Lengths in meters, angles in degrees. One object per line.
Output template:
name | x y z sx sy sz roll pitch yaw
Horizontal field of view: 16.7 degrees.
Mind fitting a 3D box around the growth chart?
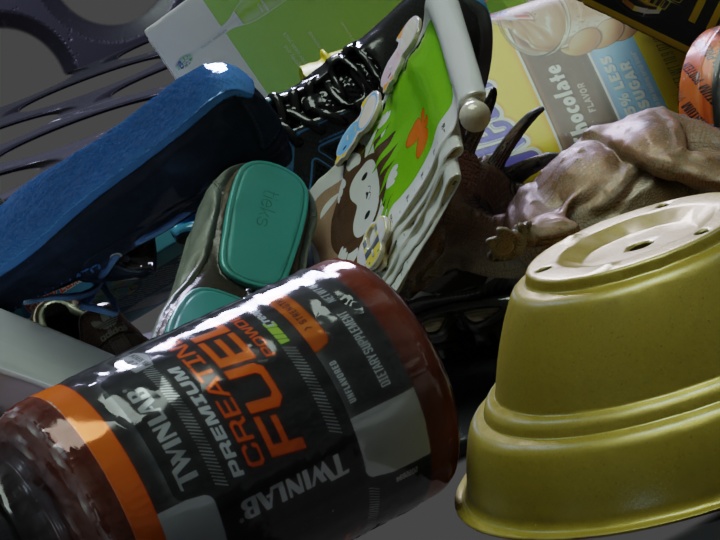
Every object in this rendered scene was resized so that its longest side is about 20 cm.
growth chart | 0.005 -0.030 1.119 0.018 0.200 0.145 18 23 -22

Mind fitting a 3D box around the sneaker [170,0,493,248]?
sneaker | -0.014 -0.068 1.222 0.082 0.073 0.200 19 -60 -46

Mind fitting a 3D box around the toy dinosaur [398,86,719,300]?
toy dinosaur | 0.106 -0.035 1.092 0.200 0.086 0.136 -16 36 -3

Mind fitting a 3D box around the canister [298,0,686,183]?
canister | 0.082 -0.076 1.328 0.200 0.087 0.149 -18 52 -5

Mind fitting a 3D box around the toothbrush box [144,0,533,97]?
toothbrush box | -0.002 -0.142 1.451 0.200 0.146 0.086 -35 4 13

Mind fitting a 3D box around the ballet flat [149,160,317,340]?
ballet flat | -0.059 0.026 1.095 0.200 0.067 0.064 -76 12 -54

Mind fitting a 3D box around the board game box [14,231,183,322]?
board game box | -0.133 -0.009 1.391 0.200 0.047 0.151 -30 -7 25

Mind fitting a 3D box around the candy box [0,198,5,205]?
candy box | -0.273 0.045 1.301 0.136 0.061 0.200 -12 42 50

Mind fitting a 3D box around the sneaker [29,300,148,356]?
sneaker | -0.153 0.046 1.298 0.070 0.076 0.200 -26 14 -27

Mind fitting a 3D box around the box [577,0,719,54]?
box | 0.222 -0.132 1.273 0.200 0.049 0.160 26 20 5

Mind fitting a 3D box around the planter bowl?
planter bowl | 0.118 0.024 0.940 0.200 0.084 0.200 -19 12 4

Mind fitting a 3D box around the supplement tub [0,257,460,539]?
supplement tub | -0.068 0.079 0.938 0.200 0.107 0.107 -26 13 -25

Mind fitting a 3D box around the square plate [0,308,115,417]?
square plate | -0.134 0.052 1.087 0.198 0.028 0.200 24 2 -19

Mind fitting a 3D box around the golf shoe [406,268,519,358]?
golf shoe | 0.000 0.000 1.218 0.200 0.095 0.078 -15 14 29

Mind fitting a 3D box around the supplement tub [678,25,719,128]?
supplement tub | 0.252 -0.082 1.107 0.200 0.123 0.123 -11 15 40

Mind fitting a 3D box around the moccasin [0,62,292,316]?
moccasin | -0.121 -0.019 1.190 0.200 0.068 0.081 -31 30 21
